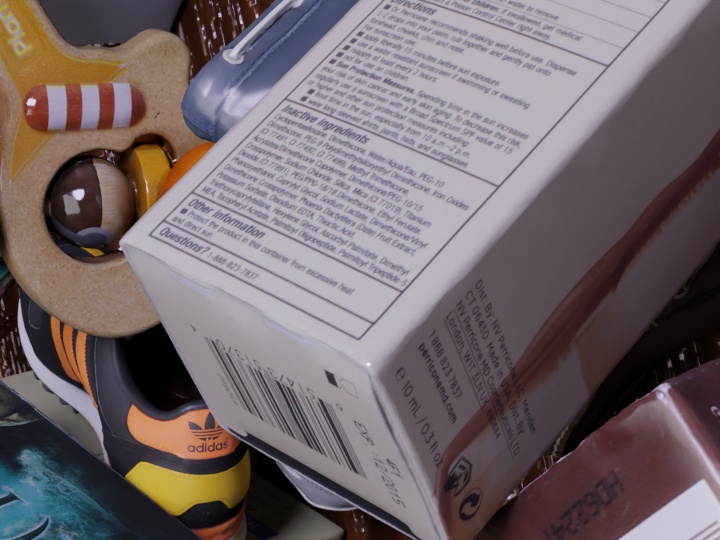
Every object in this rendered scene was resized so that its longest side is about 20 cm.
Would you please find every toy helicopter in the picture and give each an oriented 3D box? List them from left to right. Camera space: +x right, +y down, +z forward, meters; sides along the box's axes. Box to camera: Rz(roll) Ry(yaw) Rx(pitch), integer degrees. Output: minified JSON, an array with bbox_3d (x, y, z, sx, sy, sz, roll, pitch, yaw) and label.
[{"bbox_3d":[-0.127,-0.062,0.754,0.201,0.132,0.079,61,167,-20],"label":"toy helicopter"}]

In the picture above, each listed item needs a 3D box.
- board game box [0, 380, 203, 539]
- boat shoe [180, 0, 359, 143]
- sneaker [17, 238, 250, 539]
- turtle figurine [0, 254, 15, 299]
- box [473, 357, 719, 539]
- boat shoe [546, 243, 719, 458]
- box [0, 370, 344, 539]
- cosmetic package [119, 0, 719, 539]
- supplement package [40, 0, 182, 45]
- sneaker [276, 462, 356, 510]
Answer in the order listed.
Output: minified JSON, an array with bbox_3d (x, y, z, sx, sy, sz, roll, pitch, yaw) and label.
[{"bbox_3d":[-0.131,0.111,0.741,0.199,0.135,0.028,33,125,32],"label":"board game box"},{"bbox_3d":[0.003,-0.096,0.695,0.062,0.200,0.075,26,139,6],"label":"boat shoe"},{"bbox_3d":[-0.091,0.030,0.851,0.200,0.069,0.090,-123,37,-46],"label":"sneaker"},{"bbox_3d":[-0.197,-0.013,0.910,0.149,0.200,0.101,-14,117,41],"label":"turtle figurine"},{"bbox_3d":[0.133,0.124,0.619,0.164,0.199,0.167,-44,69,37],"label":"box"},{"bbox_3d":[0.118,-0.005,0.694,0.075,0.075,0.203,38,122,20],"label":"boat shoe"},{"bbox_3d":[-0.141,0.133,0.858,0.175,0.199,0.097,29,115,33],"label":"box"},{"bbox_3d":[0.042,-0.031,0.583,0.103,0.200,0.088,26,152,39],"label":"cosmetic package"},{"bbox_3d":[-0.128,-0.202,0.813,0.111,0.155,0.201,45,124,27],"label":"supplement package"},{"bbox_3d":[0.000,0.000,0.777,0.077,0.078,0.202,-145,57,-64],"label":"sneaker"}]
